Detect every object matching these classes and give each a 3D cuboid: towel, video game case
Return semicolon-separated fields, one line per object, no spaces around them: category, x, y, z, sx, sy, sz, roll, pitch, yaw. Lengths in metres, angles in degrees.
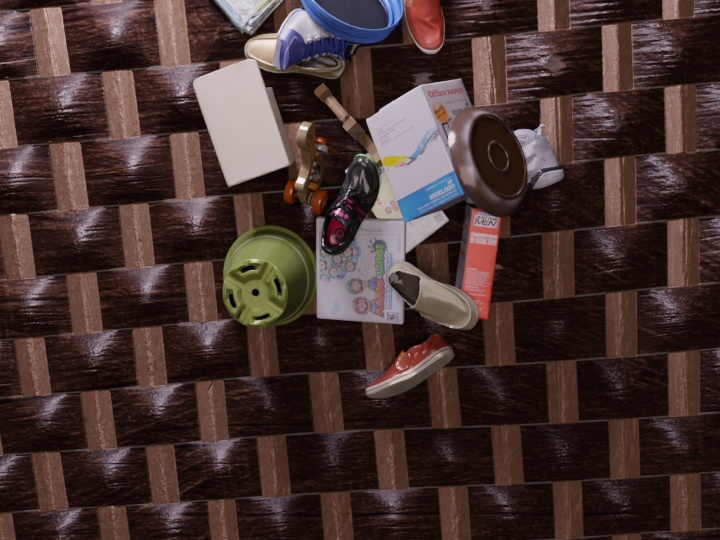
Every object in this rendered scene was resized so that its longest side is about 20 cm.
towel;-0.221;-0.572;1.449;0.171;0.048;0.201;-43;95;5
video game case;0.000;0.000;1.517;0.177;0.024;0.206;3;104;12

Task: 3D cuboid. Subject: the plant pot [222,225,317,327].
plant pot;-0.185;0.027;1.467;0.194;0.190;0.206;1;100;3

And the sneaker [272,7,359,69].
sneaker;-0.064;-0.420;1.391;0.114;0.200;0.081;32;141;9

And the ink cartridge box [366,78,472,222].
ink cartridge box;0.132;-0.218;1.396;0.143;0.146;0.205;-23;89;42

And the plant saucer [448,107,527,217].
plant saucer;0.233;-0.195;1.353;0.032;0.199;0.204;-21;101;46

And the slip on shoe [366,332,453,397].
slip on shoe;0.093;0.193;1.542;0.198;0.074;0.062;-35;60;14

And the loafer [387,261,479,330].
loafer;0.126;0.052;1.433;0.197;0.068;0.077;28;111;22

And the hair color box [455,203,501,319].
hair color box;0.223;-0.020;1.481;0.062;0.111;0.206;5;100;1

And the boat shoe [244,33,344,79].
boat shoe;-0.126;-0.407;1.453;0.194;0.076;0.074;7;100;2

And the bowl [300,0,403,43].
bowl;-0.019;-0.489;1.392;0.198;0.203;0.040;31;140;-3

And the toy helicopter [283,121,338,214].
toy helicopter;-0.090;-0.209;1.434;0.077;0.201;0.134;20;65;12

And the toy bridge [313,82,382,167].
toy bridge;-0.011;-0.269;1.469;0.027;0.067;0.201;-41;75;7

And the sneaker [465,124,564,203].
sneaker;0.282;-0.201;1.472;0.195;0.075;0.118;-17;96;0

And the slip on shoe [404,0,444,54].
slip on shoe;0.116;-0.507;1.436;0.072;0.061;0.206;-8;100;2

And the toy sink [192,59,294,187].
toy sink;-0.217;-0.280;1.460;0.127;0.112;0.205;-18;103;5

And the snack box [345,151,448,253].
snack box;0.071;-0.146;1.505;0.115;0.037;0.202;-35;96;8

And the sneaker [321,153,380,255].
sneaker;-0.019;-0.115;1.440;0.075;0.084;0.204;22;106;6
